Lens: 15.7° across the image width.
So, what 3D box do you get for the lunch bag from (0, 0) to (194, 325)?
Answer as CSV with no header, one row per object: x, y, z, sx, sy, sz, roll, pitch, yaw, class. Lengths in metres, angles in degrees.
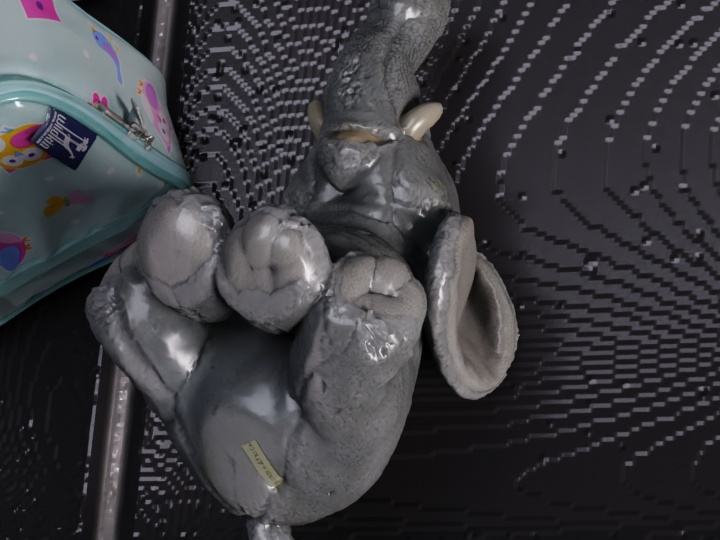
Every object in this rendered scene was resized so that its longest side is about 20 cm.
-0.172,-0.033,1.062,0.200,0.160,0.077,-26,59,17,lunch bag

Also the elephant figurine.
0.000,0.000,1.008,0.141,0.200,0.155,39,123,7,elephant figurine
